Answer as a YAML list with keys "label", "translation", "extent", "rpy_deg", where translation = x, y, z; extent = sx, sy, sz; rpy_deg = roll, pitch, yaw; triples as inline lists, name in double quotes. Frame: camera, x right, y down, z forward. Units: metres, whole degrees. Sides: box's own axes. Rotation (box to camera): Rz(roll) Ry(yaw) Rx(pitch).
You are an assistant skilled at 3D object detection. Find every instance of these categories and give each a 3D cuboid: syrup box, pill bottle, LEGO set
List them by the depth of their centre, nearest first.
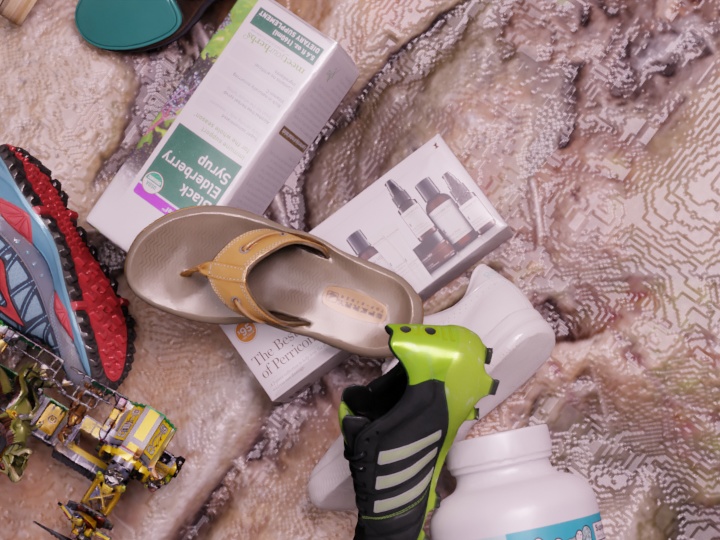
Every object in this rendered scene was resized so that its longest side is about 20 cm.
- label: "pill bottle"
  translation: [0.107, 0.203, 0.965]
  extent: [0.111, 0.111, 0.200]
  rpy_deg: [-14, 81, 10]
- label: "LEGO set"
  translation: [-0.228, 0.124, 1.007]
  extent: [0.200, 0.154, 0.116]
  rpy_deg: [34, 64, -9]
- label: "syrup box"
  translation: [-0.094, -0.087, 1.052]
  extent: [0.079, 0.081, 0.200]
  rpy_deg: [36, 90, 14]

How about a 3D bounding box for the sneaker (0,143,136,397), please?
- label: "sneaker"
  translation: [-0.233, 0.013, 1.082]
  extent: [0.096, 0.079, 0.200]
  rpy_deg: [-35, 70, 16]

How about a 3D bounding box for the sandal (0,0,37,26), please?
- label: "sandal"
  translation: [-0.181, -0.259, 1.107]
  extent: [0.070, 0.078, 0.212]
  rpy_deg: [32, 99, -18]

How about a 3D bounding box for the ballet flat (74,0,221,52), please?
- label: "ballet flat"
  translation: [-0.121, -0.208, 1.068]
  extent: [0.200, 0.073, 0.073]
  rpy_deg: [-19, 79, 43]

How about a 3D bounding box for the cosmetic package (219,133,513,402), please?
- label: "cosmetic package"
  translation: [0.000, 0.000, 1.039]
  extent: [0.200, 0.051, 0.083]
  rpy_deg: [-38, 77, 5]

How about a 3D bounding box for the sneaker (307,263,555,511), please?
- label: "sneaker"
  translation: [0.035, 0.079, 1.023]
  extent: [0.200, 0.075, 0.089]
  rpy_deg: [-41, 58, 8]

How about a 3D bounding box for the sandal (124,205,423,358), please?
- label: "sandal"
  translation: [-0.055, 0.008, 0.984]
  extent: [0.200, 0.054, 0.080]
  rpy_deg: [16, 90, 2]

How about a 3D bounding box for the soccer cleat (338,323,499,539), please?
- label: "soccer cleat"
  translation: [0.018, 0.114, 0.941]
  extent: [0.081, 0.068, 0.200]
  rpy_deg: [13, 120, -14]
